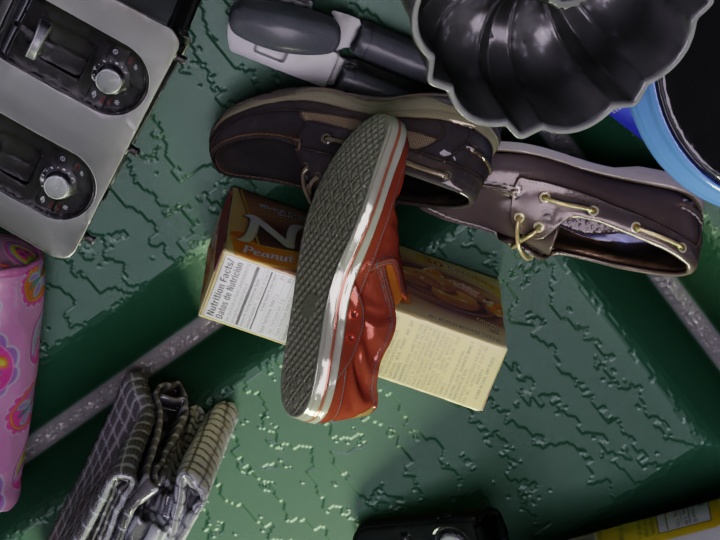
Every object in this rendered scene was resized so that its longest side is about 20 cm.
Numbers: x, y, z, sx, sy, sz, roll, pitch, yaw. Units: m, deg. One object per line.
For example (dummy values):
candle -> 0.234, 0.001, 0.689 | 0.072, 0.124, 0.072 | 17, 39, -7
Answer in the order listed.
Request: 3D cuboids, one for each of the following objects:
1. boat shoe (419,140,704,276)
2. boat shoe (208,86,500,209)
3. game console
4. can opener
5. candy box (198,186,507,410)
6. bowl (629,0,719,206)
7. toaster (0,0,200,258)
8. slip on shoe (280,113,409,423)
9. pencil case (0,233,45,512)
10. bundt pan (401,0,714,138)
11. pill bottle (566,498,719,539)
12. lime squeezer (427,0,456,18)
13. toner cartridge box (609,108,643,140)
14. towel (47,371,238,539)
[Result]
boat shoe -> 0.131, -0.038, 1.736 | 0.199, 0.060, 0.072 | 9, 149, -5
boat shoe -> -0.010, -0.072, 1.698 | 0.199, 0.074, 0.075 | -1, 149, 21
game console -> 0.081, 0.280, 1.824 | 0.175, 0.116, 0.201 | -8, 114, 28
can opener -> 0.005, -0.130, 1.705 | 0.199, 0.067, 0.053 | 21, 112, -8
candy box -> -0.004, 0.018, 1.741 | 0.199, 0.116, 0.055 | 19, 111, -7
bowl -> 0.264, -0.133, 1.633 | 0.200, 0.039, 0.202 | -1, 97, -12
toaster -> -0.176, -0.138, 1.647 | 0.118, 0.200, 0.181 | 27, 119, -8
slip on shoe -> 0.000, 0.000, 1.648 | 0.061, 0.074, 0.201 | 9, 95, -29
pencil case -> -0.265, 0.068, 1.786 | 0.087, 0.087, 0.201 | 6, 112, -2
bundt pan -> 0.109, -0.185, 1.544 | 0.201, 0.076, 0.203 | -11, 124, -17
pill bottle -> 0.230, 0.225, 1.828 | 0.199, 0.114, 0.115 | -15, 112, 7
lime squeezer -> 0.050, -0.189, 1.590 | 0.071, 0.038, 0.200 | -39, 131, -12
toner cartridge box -> 0.197, -0.127, 1.691 | 0.200, 0.043, 0.095 | 36, 152, -14
towel -> -0.168, 0.181, 1.787 | 0.085, 0.166, 0.200 | 27, 111, -4
